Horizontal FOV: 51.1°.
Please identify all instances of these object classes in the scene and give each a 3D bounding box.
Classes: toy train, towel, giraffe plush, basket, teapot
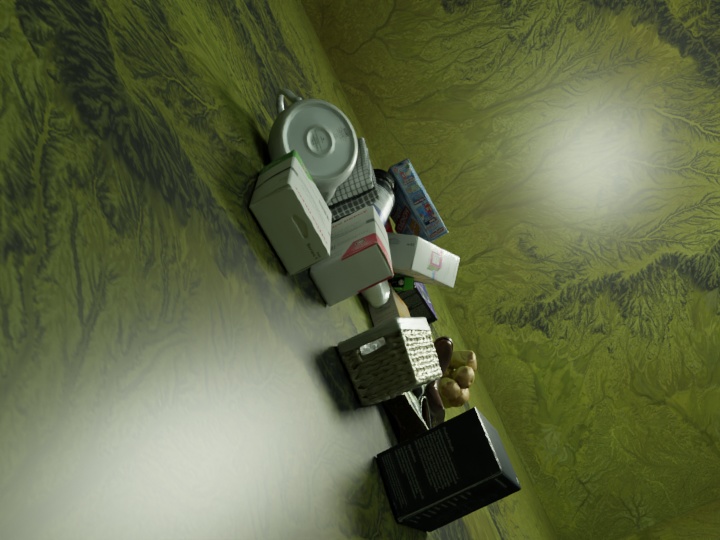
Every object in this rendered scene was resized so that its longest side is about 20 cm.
[{"bbox_3d":[0.087,0.036,1.918,0.200,0.055,0.043,165,-71,-75],"label":"toy train"},{"bbox_3d":[-0.044,-0.194,1.689,0.201,0.163,0.086,-98,162,-55],"label":"towel"},{"bbox_3d":[0.229,0.311,2.026,0.199,0.172,0.164,23,-38,48],"label":"giraffe plush"},{"bbox_3d":[0.063,0.168,1.409,0.125,0.134,0.199,69,18,11],"label":"basket"},{"bbox_3d":[-0.109,-0.244,1.531,0.195,0.203,0.146,25,-18,-18],"label":"teapot"}]

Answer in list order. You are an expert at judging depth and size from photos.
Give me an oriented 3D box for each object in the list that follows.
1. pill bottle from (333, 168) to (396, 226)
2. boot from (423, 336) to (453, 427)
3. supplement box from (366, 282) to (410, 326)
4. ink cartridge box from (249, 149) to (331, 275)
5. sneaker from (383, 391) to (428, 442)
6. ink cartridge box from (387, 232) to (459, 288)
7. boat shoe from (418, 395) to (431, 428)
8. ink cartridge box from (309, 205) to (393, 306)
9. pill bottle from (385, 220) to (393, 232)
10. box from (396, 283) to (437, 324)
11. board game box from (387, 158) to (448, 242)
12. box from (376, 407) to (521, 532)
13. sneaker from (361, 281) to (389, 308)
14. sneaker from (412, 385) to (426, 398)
[{"bbox_3d":[0.017,-0.146,1.756,0.113,0.110,0.201,58,36,-29],"label":"pill bottle"},{"bbox_3d":[0.179,0.276,1.758,0.063,0.189,0.201,17,21,-6],"label":"boot"},{"bbox_3d":[0.086,0.148,1.795,0.126,0.073,0.202,52,17,-50],"label":"supplement box"},{"bbox_3d":[-0.117,-0.105,1.317,0.148,0.083,0.201,60,11,-21],"label":"ink cartridge box"},{"bbox_3d":[0.106,0.307,1.527,0.203,0.066,0.090,64,15,13],"label":"sneaker"},{"bbox_3d":[0.129,-0.026,1.851,0.199,0.143,0.086,23,79,-49],"label":"ink cartridge box"},{"bbox_3d":[0.136,0.359,1.574,0.072,0.067,0.203,53,17,-54],"label":"boat shoe"},{"bbox_3d":[-0.017,-0.034,1.488,0.084,0.144,0.201,61,11,-22],"label":"ink cartridge box"},{"bbox_3d":[0.017,-0.131,1.916,0.113,0.110,0.203,-85,158,-71],"label":"pill bottle"},{"bbox_3d":[0.123,0.058,2.115,0.200,0.103,0.150,52,15,-49],"label":"box"},{"bbox_3d":[0.127,-0.139,1.878,0.201,0.061,0.201,57,-22,16],"label":"board game box"},{"bbox_3d":[0.159,0.356,1.326,0.200,0.194,0.126,48,19,-59],"label":"box"},{"bbox_3d":[0.000,0.000,1.768,0.087,0.074,0.202,13,45,-62],"label":"sneaker"},{"bbox_3d":[0.122,0.227,1.644,0.073,0.082,0.200,62,-7,-1],"label":"sneaker"}]
